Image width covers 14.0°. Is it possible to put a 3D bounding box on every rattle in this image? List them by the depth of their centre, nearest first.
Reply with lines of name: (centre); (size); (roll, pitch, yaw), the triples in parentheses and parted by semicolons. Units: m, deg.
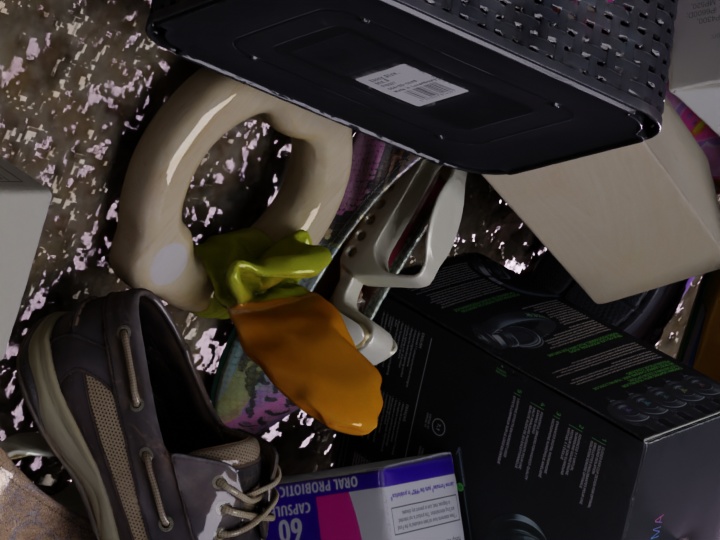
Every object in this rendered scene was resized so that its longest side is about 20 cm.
rattle: (-0.016, -0.054, 1.300); (0.130, 0.143, 0.200); (28, 97, -35)

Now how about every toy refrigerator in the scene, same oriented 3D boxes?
toy refrigerator: (0.114, -0.056, 1.421); (0.076, 0.070, 0.200); (-17, 156, 16)

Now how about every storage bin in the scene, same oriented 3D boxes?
storage bin: (0.025, -0.120, 1.240); (0.199, 0.135, 0.094); (22, 69, -33)

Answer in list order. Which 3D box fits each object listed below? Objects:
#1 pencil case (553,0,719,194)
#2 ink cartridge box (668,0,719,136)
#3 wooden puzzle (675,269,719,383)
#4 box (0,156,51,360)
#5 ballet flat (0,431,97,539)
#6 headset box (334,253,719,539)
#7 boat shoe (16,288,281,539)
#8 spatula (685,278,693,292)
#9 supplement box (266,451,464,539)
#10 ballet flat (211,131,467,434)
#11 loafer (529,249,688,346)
pencil case: (0.147, -0.106, 1.503); (0.088, 0.087, 0.200); (-59, 144, -1)
ink cartridge box: (0.217, -0.160, 1.468); (0.145, 0.083, 0.201); (32, 54, -54)
wooden puzzle: (0.188, 0.042, 1.556); (0.200, 0.037, 0.186); (-91, -162, -82)
box: (-0.225, -0.013, 1.112); (0.199, 0.095, 0.078); (-2, 116, -48)
ballet flat: (-0.124, 0.112, 1.339); (0.200, 0.068, 0.068); (25, 87, -55)
headset box: (0.089, 0.113, 1.476); (0.093, 0.200, 0.175); (-15, 123, -45)
boat shoe: (-0.076, 0.099, 1.284); (0.073, 0.201, 0.074); (-31, -179, 28)
spatula: (0.197, -0.068, 1.632); (0.056, 0.020, 0.201); (-21, 127, -57)
supplement box: (-0.003, 0.196, 1.414); (0.103, 0.101, 0.201); (-3, 83, -69)
ballet flat: (0.000, 0.000, 1.403); (0.201, 0.071, 0.069); (-60, 146, -1)
loafer: (0.122, 0.034, 1.567); (0.063, 0.072, 0.200); (7, 120, -53)
